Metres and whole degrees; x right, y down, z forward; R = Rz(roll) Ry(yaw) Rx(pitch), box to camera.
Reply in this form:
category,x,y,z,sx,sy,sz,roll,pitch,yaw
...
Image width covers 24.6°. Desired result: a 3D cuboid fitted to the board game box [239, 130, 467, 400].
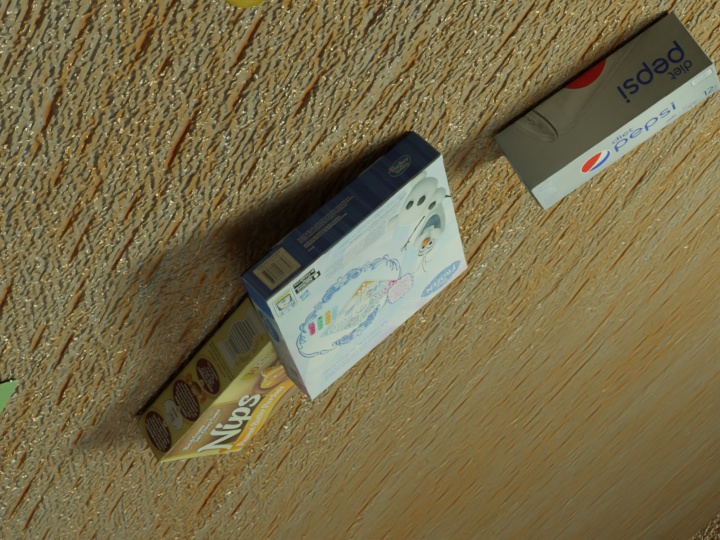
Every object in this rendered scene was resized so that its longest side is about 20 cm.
category,x,y,z,sx,sy,sz,roll,pitch,yaw
board game box,0.000,0.000,1.476,0.200,0.043,0.199,-40,151,-12

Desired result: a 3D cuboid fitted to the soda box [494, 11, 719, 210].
category,x,y,z,sx,sy,sz,roll,pitch,yaw
soda box,0.226,-0.145,1.510,0.200,0.068,0.063,-34,158,7

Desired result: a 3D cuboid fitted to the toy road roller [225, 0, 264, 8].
category,x,y,z,sx,sy,sz,roll,pitch,yaw
toy road roller,-0.054,-0.257,0.887,0.200,0.123,0.146,-39,142,11

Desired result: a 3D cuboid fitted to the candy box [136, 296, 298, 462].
category,x,y,z,sx,sy,sz,roll,pitch,yaw
candy box,-0.114,0.104,1.600,0.115,0.055,0.200,-1,142,-50

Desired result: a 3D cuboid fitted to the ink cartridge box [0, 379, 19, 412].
category,x,y,z,sx,sy,sz,roll,pitch,yaw
ink cartridge box,-0.390,0.165,1.394,0.200,0.048,0.146,-7,146,-40
